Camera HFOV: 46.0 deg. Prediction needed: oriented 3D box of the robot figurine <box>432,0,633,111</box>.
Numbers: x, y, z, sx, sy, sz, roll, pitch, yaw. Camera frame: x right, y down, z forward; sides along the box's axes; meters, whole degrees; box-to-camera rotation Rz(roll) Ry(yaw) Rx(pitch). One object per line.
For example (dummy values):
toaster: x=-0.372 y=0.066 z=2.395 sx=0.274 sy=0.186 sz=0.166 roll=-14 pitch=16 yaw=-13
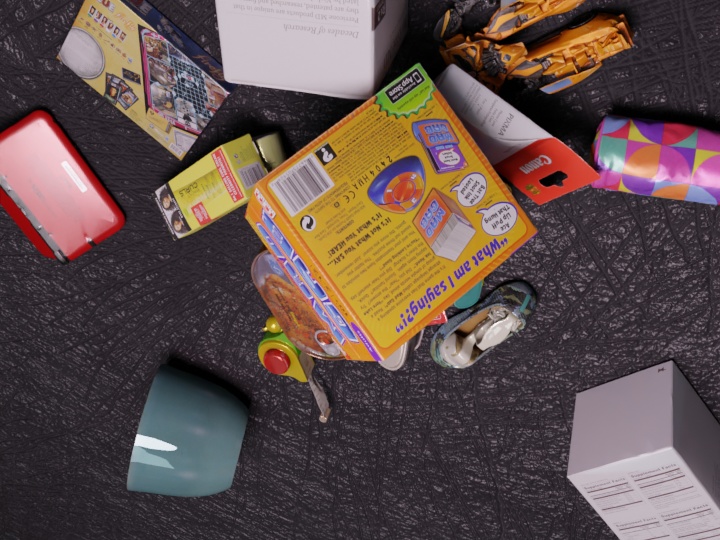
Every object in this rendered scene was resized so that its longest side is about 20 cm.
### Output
robot figurine: x=0.169 y=-0.238 z=0.878 sx=0.197 sy=0.059 sz=0.146 roll=-20 pitch=117 yaw=31

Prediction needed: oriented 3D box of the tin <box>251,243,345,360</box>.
tin: x=-0.063 y=0.035 z=1.083 sx=0.110 sy=0.042 sz=0.202 roll=-3 pitch=132 yaw=28

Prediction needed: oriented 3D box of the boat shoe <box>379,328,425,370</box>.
boat shoe: x=0.065 y=0.035 z=1.131 sx=0.066 sy=0.057 sz=0.203 roll=23 pitch=113 yaw=22

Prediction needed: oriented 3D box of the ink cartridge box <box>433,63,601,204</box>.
ink cartridge box: x=0.142 y=-0.128 z=0.928 sx=0.198 sy=0.048 sz=0.160 roll=36 pitch=168 yaw=-7

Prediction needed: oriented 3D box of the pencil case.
pencil case: x=0.343 y=-0.116 z=0.897 sx=0.196 sy=0.089 sz=0.090 roll=9 pitch=130 yaw=11

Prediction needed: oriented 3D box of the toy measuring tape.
toy measuring tape: x=-0.106 y=0.150 z=1.281 sx=0.072 sy=0.074 sz=0.202 roll=-6 pitch=124 yaw=24

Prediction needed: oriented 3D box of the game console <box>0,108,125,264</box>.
game console: x=-0.461 y=-0.121 z=1.233 sx=0.171 sy=0.119 sz=0.202 roll=-31 pitch=116 yaw=2

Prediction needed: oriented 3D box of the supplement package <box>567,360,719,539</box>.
supplement package: x=0.395 y=0.260 z=1.124 sx=0.149 sy=0.153 sz=0.200 roll=-27 pitch=114 yaw=35

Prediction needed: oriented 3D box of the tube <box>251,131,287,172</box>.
tube: x=-0.098 y=-0.072 z=1.076 sx=0.058 sy=0.051 sz=0.204 roll=20 pitch=128 yaw=65

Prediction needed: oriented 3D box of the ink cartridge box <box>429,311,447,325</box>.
ink cartridge box: x=0.000 y=0.000 z=1.095 sx=0.197 sy=0.045 sz=0.180 roll=-11 pitch=97 yaw=28

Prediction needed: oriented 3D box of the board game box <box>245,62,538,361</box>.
board game box: x=0.020 y=-0.048 z=0.877 sx=0.201 sy=0.199 sz=0.200 roll=53 pitch=168 yaw=-2

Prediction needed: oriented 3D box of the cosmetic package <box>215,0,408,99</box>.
cosmetic package: x=-0.044 y=-0.304 z=0.836 sx=0.162 sy=0.166 sz=0.203 roll=9 pitch=131 yaw=13

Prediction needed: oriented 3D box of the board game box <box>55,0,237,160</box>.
board game box: x=-0.264 y=-0.249 z=1.048 sx=0.199 sy=0.035 sz=0.135 roll=40 pitch=130 yaw=-12

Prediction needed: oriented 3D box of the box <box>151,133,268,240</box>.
box: x=-0.192 y=-0.102 z=1.081 sx=0.198 sy=0.050 sz=0.076 roll=-19 pitch=99 yaw=49

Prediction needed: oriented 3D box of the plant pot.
plant pot: x=-0.267 y=0.268 z=1.359 sx=0.158 sy=0.203 sz=0.203 roll=14 pitch=132 yaw=-6

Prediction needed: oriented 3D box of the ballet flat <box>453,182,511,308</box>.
ballet flat: x=0.133 y=-0.042 z=1.042 sx=0.065 sy=0.068 sz=0.202 roll=-5 pitch=135 yaw=-15

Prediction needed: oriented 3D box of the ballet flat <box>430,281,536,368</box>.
ballet flat: x=0.154 y=0.087 z=1.135 sx=0.074 sy=0.075 sz=0.200 roll=34 pitch=131 yaw=-9
